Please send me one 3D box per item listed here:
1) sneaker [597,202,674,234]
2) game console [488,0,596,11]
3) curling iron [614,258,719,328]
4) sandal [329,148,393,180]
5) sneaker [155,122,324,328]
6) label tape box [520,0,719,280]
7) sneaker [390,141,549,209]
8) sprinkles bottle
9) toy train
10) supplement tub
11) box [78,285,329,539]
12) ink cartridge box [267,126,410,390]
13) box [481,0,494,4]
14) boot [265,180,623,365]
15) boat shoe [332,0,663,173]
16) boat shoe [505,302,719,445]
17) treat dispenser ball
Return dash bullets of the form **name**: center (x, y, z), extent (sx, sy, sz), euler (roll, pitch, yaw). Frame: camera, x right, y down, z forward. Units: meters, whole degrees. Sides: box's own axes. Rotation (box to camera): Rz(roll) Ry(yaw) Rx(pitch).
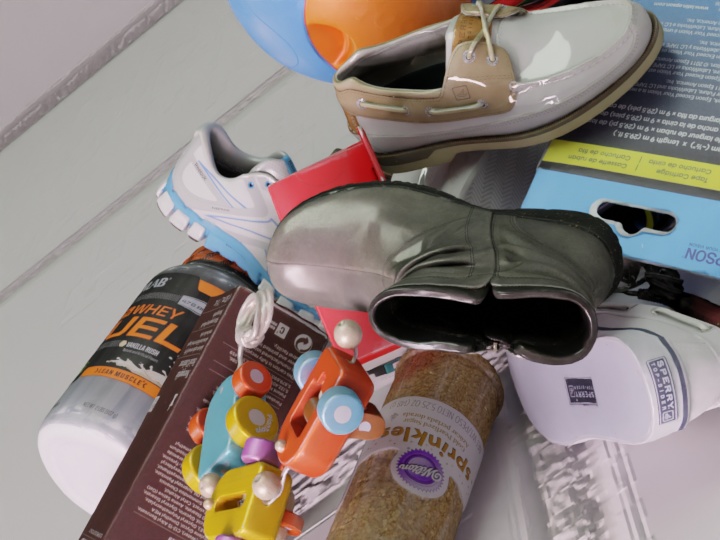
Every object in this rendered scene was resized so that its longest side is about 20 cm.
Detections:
- **sneaker**: center (0.191, -0.067, 0.974), extent (0.200, 0.066, 0.079), euler (-40, 31, 6)
- **game console**: center (0.141, -0.135, 1.063), extent (0.199, 0.176, 0.031), euler (-29, 58, 30)
- **curling iron**: center (0.182, 0.031, 0.811), extent (0.200, 0.049, 0.026), euler (-134, 61, -67)
- **sandal**: center (-0.001, -0.049, 1.199), extent (0.201, 0.079, 0.058), euler (25, -95, -84)
- **sneaker**: center (-0.056, -0.035, 1.169), extent (0.075, 0.199, 0.087), euler (-44, -15, -56)
- **label tape box**: center (0.191, -0.078, 0.897), extent (0.142, 0.066, 0.202), euler (13, 68, 37)
- **sneaker**: center (0.064, -0.031, 0.990), extent (0.115, 0.073, 0.202), euler (-41, 27, 47)
- **sprinkles bottle**: center (0.023, 0.125, 0.866), extent (0.068, 0.068, 0.201), euler (-27, 24, 35)
- **toy train**: center (-0.039, 0.087, 0.902), extent (0.152, 0.055, 0.200), euler (-63, 20, 4)
- **supplement tub**: center (-0.134, 0.082, 1.176), extent (0.122, 0.123, 0.201), euler (-20, 29, 46)
- **box**: center (-0.105, 0.115, 1.036), extent (0.202, 0.074, 0.100), euler (-64, 13, -13)
- **ink cartridge box**: center (0.000, 0.000, 0.969), extent (0.067, 0.117, 0.200), euler (-24, -12, -1)
- **box**: center (0.117, -0.152, 1.218), extent (0.199, 0.107, 0.153), euler (-35, 21, 17)
- **boot**: center (0.028, 0.002, 0.792), extent (0.197, 0.069, 0.131), euler (2, 14, 20)
- **boat shoe**: center (0.072, -0.113, 0.917), extent (0.198, 0.068, 0.075), euler (-19, 41, 31)
- **boat shoe**: center (0.133, 0.053, 0.833), extent (0.065, 0.075, 0.200), euler (-14, 9, -15)
- **treat dispenser ball**: center (-0.005, -0.236, 1.161), extent (0.200, 0.201, 0.201), euler (-36, 20, 15)
